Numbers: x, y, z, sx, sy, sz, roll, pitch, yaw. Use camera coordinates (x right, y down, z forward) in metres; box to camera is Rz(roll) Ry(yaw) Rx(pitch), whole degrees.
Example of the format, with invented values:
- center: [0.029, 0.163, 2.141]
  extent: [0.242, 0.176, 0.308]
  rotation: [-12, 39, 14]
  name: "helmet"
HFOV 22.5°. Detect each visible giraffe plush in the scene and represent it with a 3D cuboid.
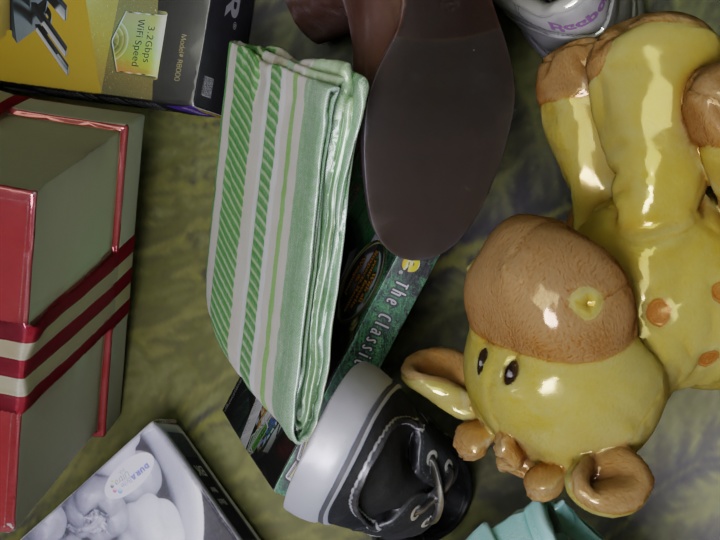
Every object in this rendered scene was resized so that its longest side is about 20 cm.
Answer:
- center: [0.103, 0.013, 0.744]
  extent: [0.162, 0.172, 0.200]
  rotation: [-30, 99, -23]
  name: "giraffe plush"

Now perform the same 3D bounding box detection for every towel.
- center: [-0.038, -0.024, 0.808]
  extent: [0.023, 0.200, 0.153]
  rotation: [5, 100, -17]
  name: "towel"

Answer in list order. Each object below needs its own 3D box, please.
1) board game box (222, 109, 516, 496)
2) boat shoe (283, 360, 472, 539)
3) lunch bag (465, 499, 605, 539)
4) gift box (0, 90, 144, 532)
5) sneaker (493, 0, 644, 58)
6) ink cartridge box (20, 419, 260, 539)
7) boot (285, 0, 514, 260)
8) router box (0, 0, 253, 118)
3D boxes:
- center: [0.000, 0.000, 0.844]
  extent: [0.023, 0.105, 0.200]
  rotation: [25, 98, -20]
  name: "board game box"
- center: [0.015, 0.085, 0.779]
  extent: [0.057, 0.200, 0.069]
  rotation: [26, 86, 11]
  name: "boat shoe"
- center: [0.065, 0.207, 0.764]
  extent: [0.170, 0.122, 0.200]
  rotation: [-34, 104, 15]
  name: "lunch bag"
- center: [-0.214, -0.005, 0.854]
  extent: [0.199, 0.187, 0.185]
  rotation: [14, 107, 6]
  name: "gift box"
- center: [0.061, -0.183, 0.829]
  extent: [0.075, 0.100, 0.200]
  rotation: [-39, 74, 10]
  name: "sneaker"
- center: [-0.110, 0.212, 0.896]
  extent: [0.198, 0.043, 0.200]
  rotation: [-42, 75, 12]
  name: "ink cartridge box"
- center: [0.001, -0.106, 0.822]
  extent: [0.064, 0.200, 0.187]
  rotation: [4, 95, -21]
  name: "boot"
- center: [-0.128, -0.186, 0.923]
  extent: [0.157, 0.052, 0.201]
  rotation: [8, 89, 20]
  name: "router box"
